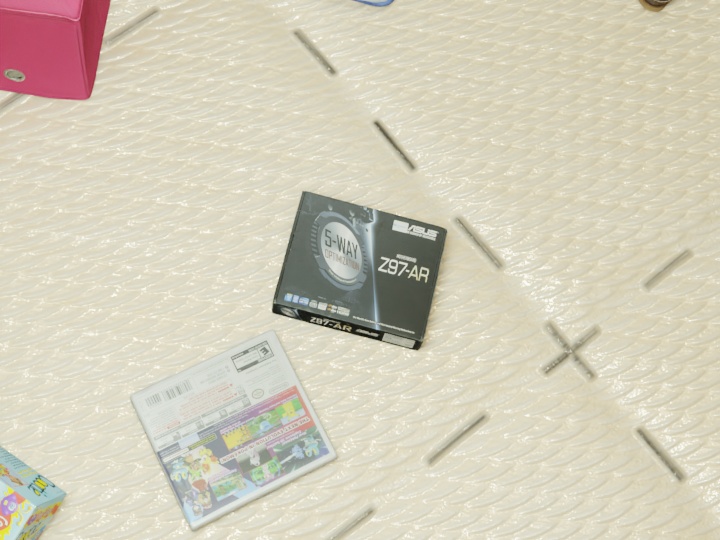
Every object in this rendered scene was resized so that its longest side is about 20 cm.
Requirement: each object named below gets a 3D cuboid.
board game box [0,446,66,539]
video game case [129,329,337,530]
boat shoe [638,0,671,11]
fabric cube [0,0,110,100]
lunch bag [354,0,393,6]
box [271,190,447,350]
[{"bbox_3d":[-0.456,0.246,1.477,0.199,0.105,0.103,34,92,7],"label":"board game box"},{"bbox_3d":[-0.156,0.193,1.592,0.199,0.023,0.183,-24,74,-16],"label":"video game case"},{"bbox_3d":[0.440,-0.478,1.889,0.070,0.070,0.202,4,68,-4],"label":"boat shoe"},{"bbox_3d":[-0.432,-0.362,1.670,0.194,0.200,0.202,8,69,-5],"label":"fabric cube"},{"bbox_3d":[0.000,-0.481,1.835,0.159,0.076,0.202,14,69,1],"label":"lunch bag"},{"bbox_3d":[0.000,0.000,1.670,0.198,0.044,0.162,15,69,-1],"label":"box"}]
